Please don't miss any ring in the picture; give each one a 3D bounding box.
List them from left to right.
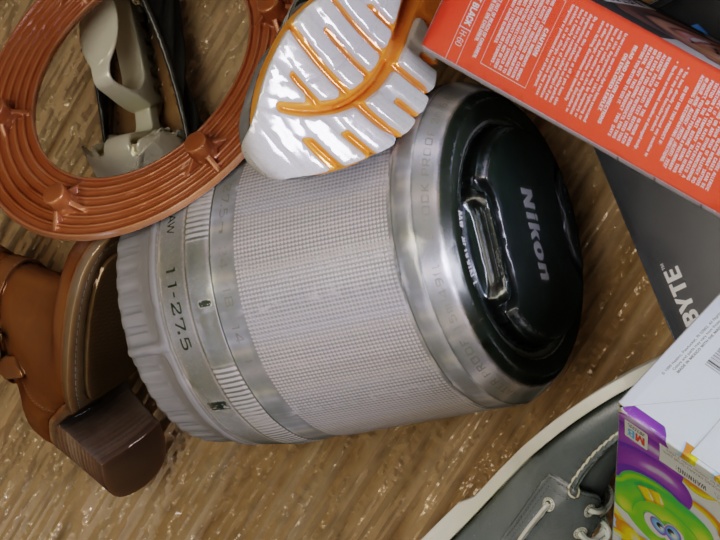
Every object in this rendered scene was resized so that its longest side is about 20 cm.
[{"bbox_3d":[-0.115,-0.105,1.372,0.200,0.019,0.201,-17,52,23],"label":"ring"}]

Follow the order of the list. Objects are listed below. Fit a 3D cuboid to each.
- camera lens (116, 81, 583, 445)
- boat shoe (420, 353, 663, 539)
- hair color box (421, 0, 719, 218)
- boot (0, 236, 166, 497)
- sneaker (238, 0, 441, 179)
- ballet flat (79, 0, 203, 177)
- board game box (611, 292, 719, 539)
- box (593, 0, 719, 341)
[{"bbox_3d":[0.000,0.000,1.345,0.200,0.160,0.160,-12,86,29],"label":"camera lens"},{"bbox_3d":[0.102,0.113,1.339,0.062,0.073,0.200,53,124,12],"label":"boat shoe"},{"bbox_3d":[0.138,-0.082,1.246,0.200,0.101,0.061,32,105,24],"label":"hair color box"},{"bbox_3d":[-0.172,0.018,1.450,0.155,0.074,0.200,42,146,29],"label":"boot"},{"bbox_3d":[-0.005,-0.113,1.291,0.077,0.200,0.078,-16,121,47],"label":"sneaker"},{"bbox_3d":[-0.123,-0.084,1.464,0.068,0.068,0.200,-17,83,28],"label":"ballet flat"},{"bbox_3d":[0.183,0.105,1.214,0.103,0.200,0.105,35,65,23],"label":"board game box"},{"bbox_3d":[0.203,-0.049,1.294,0.159,0.046,0.200,-26,79,27],"label":"box"}]
